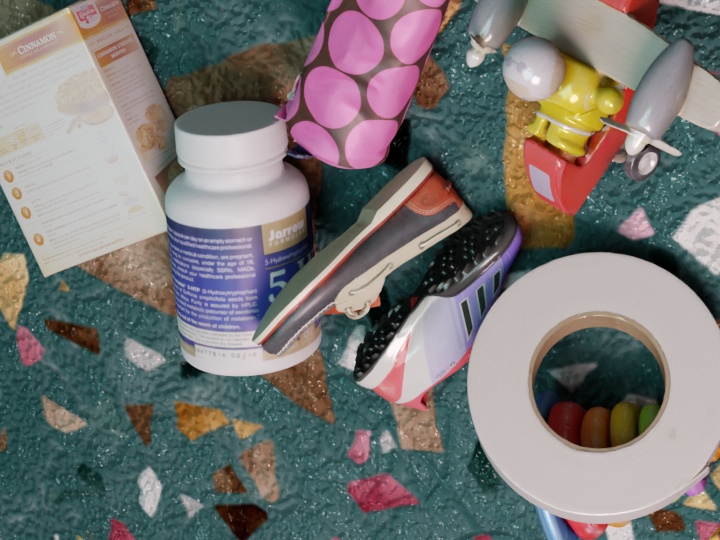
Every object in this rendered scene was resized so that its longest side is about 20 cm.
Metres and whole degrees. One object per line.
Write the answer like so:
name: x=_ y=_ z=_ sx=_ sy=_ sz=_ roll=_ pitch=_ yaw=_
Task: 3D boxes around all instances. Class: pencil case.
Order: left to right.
pencil case: x=0.006 y=-0.175 z=1.665 sx=0.093 sy=0.091 sz=0.201 roll=33 pitch=121 yaw=14

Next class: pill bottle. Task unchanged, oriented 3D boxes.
pill bottle: x=-0.097 y=-0.028 z=1.768 sx=0.119 sy=0.120 sz=0.202 roll=7 pitch=115 yaw=27

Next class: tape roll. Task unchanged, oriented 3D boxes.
tape roll: x=0.179 y=0.087 z=1.632 sx=0.201 sy=0.037 sz=0.205 roll=-2 pitch=74 yaw=6

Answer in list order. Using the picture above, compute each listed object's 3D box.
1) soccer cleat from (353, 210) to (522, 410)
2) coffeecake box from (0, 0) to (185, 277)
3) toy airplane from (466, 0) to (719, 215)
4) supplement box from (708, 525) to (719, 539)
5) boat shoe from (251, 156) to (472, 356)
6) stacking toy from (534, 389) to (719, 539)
soccer cleat: x=0.075 y=0.033 z=1.738 sx=0.073 sy=0.068 sz=0.200 roll=31 pitch=121 yaw=-18
coffeecake box: x=-0.238 y=-0.116 z=1.841 sx=0.153 sy=0.073 sz=0.201 roll=-18 pitch=101 yaw=35
toy airplane: x=0.162 y=-0.158 z=1.545 sx=0.199 sy=0.140 sz=0.201 roll=-28 pitch=76 yaw=49
supplement box: x=0.367 y=0.166 z=1.587 sx=0.200 sy=0.110 sz=0.086 roll=-37 pitch=90 yaw=36
boat shoe: x=0.000 y=0.000 z=1.708 sx=0.200 sy=0.071 sz=0.063 roll=-44 pitch=105 yaw=-5
stacking toy: x=0.229 y=0.140 z=1.677 sx=0.198 sy=0.116 sz=0.111 roll=-15 pitch=106 yaw=20
